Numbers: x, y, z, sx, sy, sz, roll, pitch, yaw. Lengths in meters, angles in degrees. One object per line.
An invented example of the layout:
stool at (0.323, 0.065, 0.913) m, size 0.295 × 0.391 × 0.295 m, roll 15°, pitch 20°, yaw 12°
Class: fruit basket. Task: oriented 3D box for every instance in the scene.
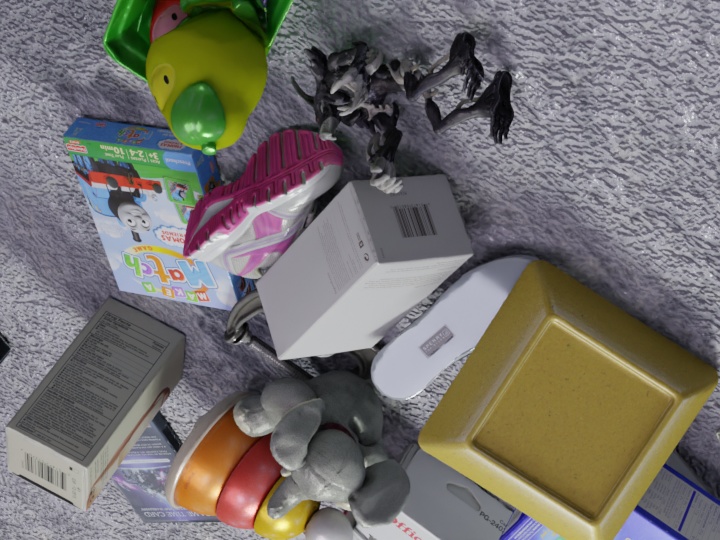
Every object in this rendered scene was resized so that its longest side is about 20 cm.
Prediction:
fruit basket at (-0.130, -0.190, 1.401) m, size 0.155 × 0.216 × 0.216 m, roll 33°, pitch 141°, yaw 1°

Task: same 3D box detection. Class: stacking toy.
stacking toy at (-0.092, 0.236, 1.827) m, size 0.200 × 0.146 × 0.146 m, roll 35°, pitch 142°, yaw 15°

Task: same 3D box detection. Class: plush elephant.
plush elephant at (-0.035, 0.180, 1.697) m, size 0.165 × 0.155 × 0.200 m, roll 44°, pitch 128°, yaw -9°

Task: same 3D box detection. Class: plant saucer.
plant saucer at (0.182, 0.125, 1.515) m, size 0.199 × 0.048 × 0.201 m, roll 32°, pitch 97°, yaw -3°

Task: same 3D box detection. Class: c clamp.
c clamp at (-0.060, 0.089, 1.749) m, size 0.170 × 0.027 × 0.200 m, roll -23°, pitch 127°, yaw 41°

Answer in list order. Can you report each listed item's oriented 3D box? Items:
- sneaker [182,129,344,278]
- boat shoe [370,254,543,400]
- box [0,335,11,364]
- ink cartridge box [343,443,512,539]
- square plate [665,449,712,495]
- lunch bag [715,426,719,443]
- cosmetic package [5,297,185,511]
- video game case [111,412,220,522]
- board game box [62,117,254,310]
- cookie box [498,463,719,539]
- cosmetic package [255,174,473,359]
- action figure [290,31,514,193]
sneaker at (-0.074, -0.058, 1.600) m, size 0.088 × 0.082 × 0.200 m, roll 29°, pitch 139°, yaw -29°
boat shoe at (0.097, 0.047, 1.587) m, size 0.074 × 0.068 × 0.199 m, roll 47°, pitch 116°, yaw 1°
box at (-0.551, 0.079, 2.033) m, size 0.196 × 0.124 × 0.200 m, roll -18°, pitch 118°, yaw 47°
ink cartridge box at (0.057, 0.291, 1.851) m, size 0.145 × 0.084 × 0.200 m, roll 36°, pitch 141°, yaw -2°
square plate at (0.207, 0.180, 1.678) m, size 0.198 × 0.028 × 0.200 m, roll 48°, pitch 139°, yaw -16°
lunch bag at (0.408, 0.116, 1.364) m, size 0.199 × 0.164 × 0.118 m, roll -3°, pitch 123°, yaw 38°
cosmetic package at (-0.277, 0.139, 1.839) m, size 0.103 × 0.200 × 0.087 m, roll 26°, pitch 141°, yaw 12°
video game case at (-0.255, 0.222, 2.051) m, size 0.142 × 0.019 × 0.200 m, roll -7°, pitch 127°, yaw 40°
board game box at (-0.196, -0.053, 1.715) m, size 0.151 × 0.037 × 0.201 m, roll 9°, pitch 136°, yaw 26°
cookie box at (0.256, 0.255, 1.637) m, size 0.200 × 0.075 × 0.171 m, roll 35°, pitch 140°, yaw 0°
cosmetic package at (0.000, 0.000, 1.559) m, size 0.200 × 0.107 × 0.085 m, roll -42°, pitch 61°, yaw 50°
action figure at (0.019, -0.135, 1.433) m, size 0.199 × 0.102 × 0.119 m, roll -5°, pitch 139°, yaw 36°
